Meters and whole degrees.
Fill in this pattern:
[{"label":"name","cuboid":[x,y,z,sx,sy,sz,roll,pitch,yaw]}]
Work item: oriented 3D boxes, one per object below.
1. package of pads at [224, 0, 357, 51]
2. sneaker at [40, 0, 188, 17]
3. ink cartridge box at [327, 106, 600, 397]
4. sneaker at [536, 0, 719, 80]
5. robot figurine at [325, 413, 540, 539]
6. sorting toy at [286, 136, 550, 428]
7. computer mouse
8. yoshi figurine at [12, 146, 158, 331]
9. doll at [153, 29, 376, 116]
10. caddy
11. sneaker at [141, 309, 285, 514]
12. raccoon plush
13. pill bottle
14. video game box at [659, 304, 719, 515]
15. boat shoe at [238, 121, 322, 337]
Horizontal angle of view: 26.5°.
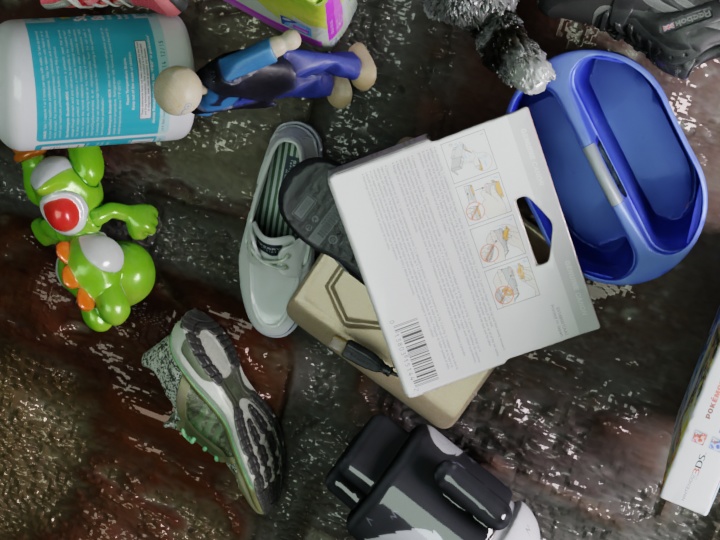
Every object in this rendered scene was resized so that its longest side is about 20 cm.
[{"label":"package of pads","cuboid":[-0.100,-0.267,1.260,0.199,0.155,0.069,28,84,4]},{"label":"sneaker","cuboid":[-0.232,-0.252,1.314,0.199,0.074,0.087,32,86,25]},{"label":"ink cartridge box","cuboid":[0.086,-0.017,1.275,0.174,0.045,0.202,-19,102,3]},{"label":"sneaker","cuboid":[0.241,-0.200,1.236,0.198,0.076,0.089,1,85,12]},{"label":"robot figurine","cuboid":[0.066,0.221,1.366,0.199,0.150,0.125,39,96,1]},{"label":"sorting toy","cuboid":[0.059,0.011,1.355,0.184,0.036,0.201,36,102,2]},{"label":"computer mouse","cuboid":[0.000,0.000,1.322,0.199,0.046,0.141,32,98,-9]},{"label":"yoshi figurine","cuboid":[-0.246,-0.045,1.400,0.111,0.112,0.202,-15,86,-25]},{"label":"doll","cuboid":[-0.083,-0.159,1.262,0.136,0.198,0.049,-32,73,51]},{"label":"caddy","cuboid":[0.204,-0.088,1.268,0.140,0.105,0.201,-26,97,18]},{"label":"sneaker","cuboid":[-0.139,0.139,1.429,0.088,0.077,0.202,-25,93,30]},{"label":"raccoon plush","cuboid":[0.096,-0.252,1.212,0.097,0.134,0.200,-41,63,-8]},{"label":"pill bottle","cuboid":[-0.247,-0.161,1.306,0.198,0.111,0.112,-6,105,-19]},{"label":"video game box","cuboid":[0.300,0.078,1.242,0.046,0.200,0.184,19,107,11]},{"label":"boat shoe","cuboid":[-0.078,-0.032,1.365,0.073,0.067,0.202,7,105,11]}]
